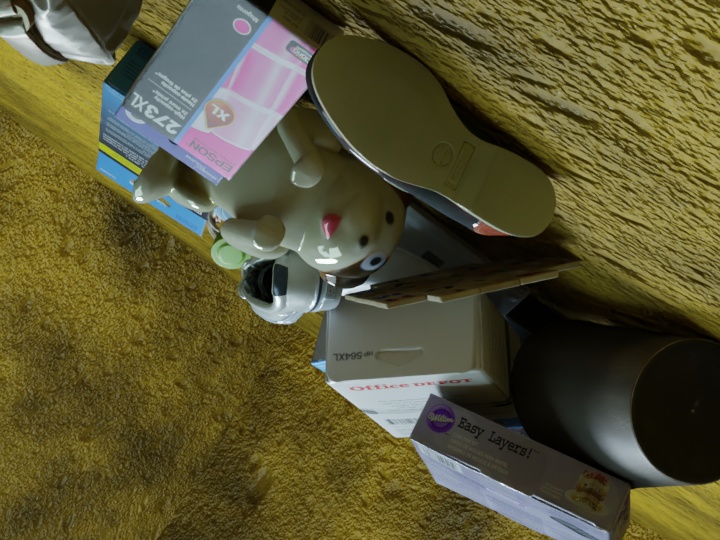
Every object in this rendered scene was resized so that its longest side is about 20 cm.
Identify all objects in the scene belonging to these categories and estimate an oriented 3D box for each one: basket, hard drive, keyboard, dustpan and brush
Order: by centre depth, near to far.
[{"bbox_3d":[0.237,0.116,1.139,0.180,0.137,0.200,38,169,-9],"label":"basket"},{"bbox_3d":[0.073,-0.015,1.293,0.199,0.056,0.011,36,-147,-22],"label":"keyboard"},{"bbox_3d":[0.000,0.000,1.297,0.199,0.058,0.139,32,142,-29],"label":"dustpan and brush"},{"bbox_3d":[0.120,0.025,1.435,0.139,0.033,0.200,35,173,-21],"label":"hard drive"}]

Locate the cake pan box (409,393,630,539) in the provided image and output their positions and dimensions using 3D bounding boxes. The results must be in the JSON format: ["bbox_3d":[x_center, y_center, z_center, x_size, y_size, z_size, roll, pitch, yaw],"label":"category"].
[{"bbox_3d":[0.143,0.189,1.219,0.198,0.053,0.184,23,164,19],"label":"cake pan box"}]

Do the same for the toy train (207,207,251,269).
[{"bbox_3d":[-0.119,-0.046,1.287,0.084,0.117,0.201,9,135,-9],"label":"toy train"}]

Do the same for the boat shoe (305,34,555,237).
[{"bbox_3d":[0.040,-0.084,0.883,0.199,0.072,0.062,31,177,-26],"label":"boat shoe"}]

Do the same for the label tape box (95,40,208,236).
[{"bbox_3d":[-0.196,-0.133,1.409,0.143,0.064,0.200,33,156,0],"label":"label tape box"}]

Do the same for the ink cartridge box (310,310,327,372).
[{"bbox_3d":[0.050,0.088,1.484,0.199,0.116,0.067,33,151,-32],"label":"ink cartridge box"}]

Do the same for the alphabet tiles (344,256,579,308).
[{"bbox_3d":[0.080,0.008,1.124,0.165,0.006,0.200,-11,-175,-14],"label":"alphabet tiles"}]

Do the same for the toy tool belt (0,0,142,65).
[{"bbox_3d":[-0.241,-0.224,0.944,0.122,0.126,0.200,20,169,21],"label":"toy tool belt"}]

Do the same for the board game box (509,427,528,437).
[{"bbox_3d":[0.203,0.146,1.425,0.158,0.098,0.200,13,172,12],"label":"board game box"}]

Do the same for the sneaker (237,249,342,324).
[{"bbox_3d":[-0.078,0.007,1.241,0.070,0.074,0.200,8,170,-19],"label":"sneaker"}]

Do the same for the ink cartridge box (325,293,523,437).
[{"bbox_3d":[0.068,0.087,1.252,0.144,0.085,0.200,-6,157,18],"label":"ink cartridge box"}]

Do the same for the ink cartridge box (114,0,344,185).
[{"bbox_3d":[-0.100,-0.125,0.933,0.094,0.037,0.200,34,141,-12],"label":"ink cartridge box"}]

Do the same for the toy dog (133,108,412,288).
[{"bbox_3d":[-0.058,-0.066,1.111,0.199,0.140,0.194,31,-178,6],"label":"toy dog"}]
